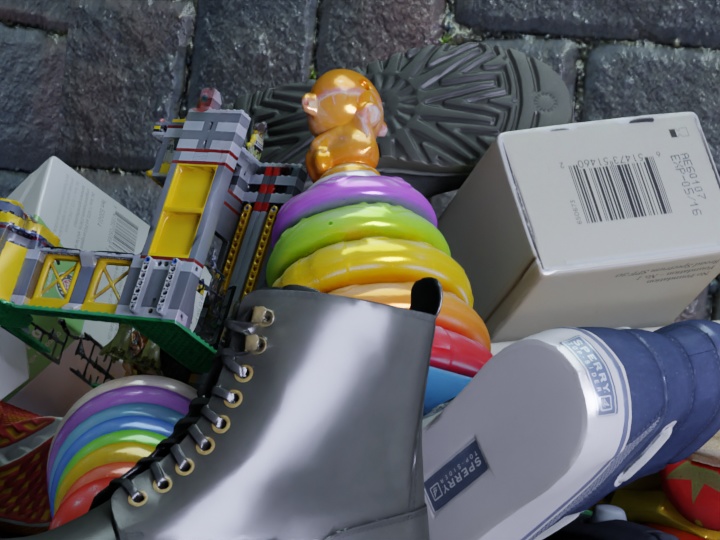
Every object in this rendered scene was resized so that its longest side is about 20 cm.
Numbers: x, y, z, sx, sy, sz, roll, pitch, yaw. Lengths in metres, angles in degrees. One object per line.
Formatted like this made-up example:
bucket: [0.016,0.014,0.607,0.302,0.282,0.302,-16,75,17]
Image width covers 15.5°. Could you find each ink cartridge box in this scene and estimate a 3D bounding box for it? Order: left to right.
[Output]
ink cartridge box: [-0.105,0.048,1.333,0.200,0.067,0.117,37,31,-21]

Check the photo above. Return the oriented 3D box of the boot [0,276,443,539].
boot: [-0.067,0.064,0.908,0.199,0.139,0.077,4,2,-28]

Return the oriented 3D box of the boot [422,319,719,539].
boot: [0.055,0.080,0.981,0.090,0.073,0.200,-6,-20,-40]

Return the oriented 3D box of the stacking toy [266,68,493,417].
stacking toy: [0.000,0.000,1.089,0.116,0.201,0.110,16,-39,-34]

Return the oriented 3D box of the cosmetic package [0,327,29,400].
cosmetic package: [-0.227,0.057,1.155,0.082,0.051,0.200,5,20,19]

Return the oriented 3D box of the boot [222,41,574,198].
boot: [0.027,-0.023,1.278,0.181,0.073,0.200,-3,-33,14]

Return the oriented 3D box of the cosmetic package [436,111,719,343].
cosmetic package: [0.083,0.008,1.219,0.103,0.073,0.200,-8,-24,-21]

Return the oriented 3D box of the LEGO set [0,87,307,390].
LEGO set: [-0.075,-0.005,1.181,0.153,0.116,0.200,0,-25,41]

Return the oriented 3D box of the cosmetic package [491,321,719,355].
cosmetic package: [0.113,0.078,1.190,0.199,0.073,0.104,-4,-24,-24]

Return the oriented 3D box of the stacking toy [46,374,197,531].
stacking toy: [-0.094,0.096,1.057,0.085,0.086,0.200,6,6,0]

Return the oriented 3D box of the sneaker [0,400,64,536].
sneaker: [-0.170,0.096,1.253,0.200,0.073,0.077,16,-9,44]

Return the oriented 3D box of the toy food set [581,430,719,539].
toy food set: [0.176,0.114,1.043,0.200,0.049,0.198,28,-13,-16]

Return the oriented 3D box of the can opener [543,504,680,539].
can opener: [0.079,0.117,1.012,0.078,0.064,0.200,18,-3,-10]
